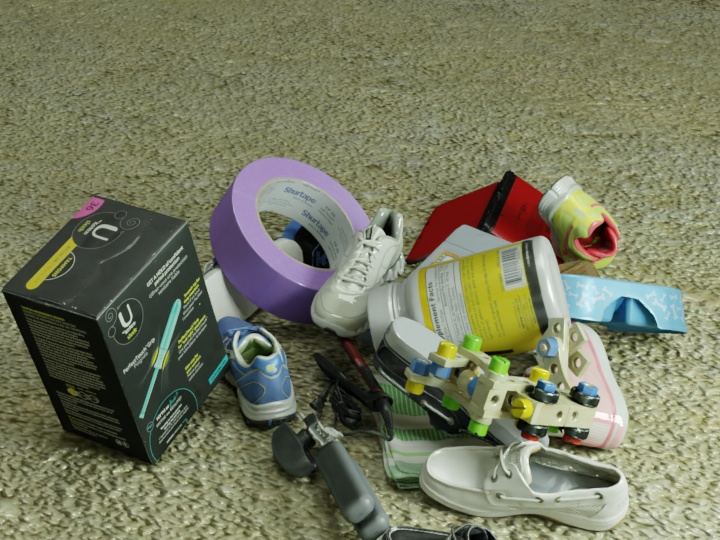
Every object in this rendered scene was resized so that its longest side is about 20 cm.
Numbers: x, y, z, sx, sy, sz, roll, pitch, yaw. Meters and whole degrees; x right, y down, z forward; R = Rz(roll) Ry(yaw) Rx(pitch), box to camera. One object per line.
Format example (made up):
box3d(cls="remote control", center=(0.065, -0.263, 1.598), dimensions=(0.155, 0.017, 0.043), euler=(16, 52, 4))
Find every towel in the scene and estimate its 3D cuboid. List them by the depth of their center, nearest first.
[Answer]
box3d(cls="towel", center=(0.088, 0.157, 1.470), dimensions=(0.150, 0.024, 0.200), euler=(-2, 25, -8))

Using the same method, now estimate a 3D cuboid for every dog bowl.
box3d(cls="dog bowl", center=(0.276, 0.038, 1.613), dimensions=(0.197, 0.050, 0.111), euler=(7, -5, -21))

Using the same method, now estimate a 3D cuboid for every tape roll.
box3d(cls="tape roll", center=(-0.078, -0.037, 1.707), dimensions=(0.198, 0.066, 0.202), euler=(22, 42, -21))

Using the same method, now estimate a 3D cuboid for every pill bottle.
box3d(cls="pill bottle", center=(0.113, 0.042, 1.505), dimensions=(0.197, 0.116, 0.115), euler=(-14, 22, 14))

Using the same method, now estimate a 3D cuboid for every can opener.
box3d(cls="can opener", center=(-0.028, 0.196, 1.359), dimensions=(0.066, 0.053, 0.200), euler=(-41, 28, -3))

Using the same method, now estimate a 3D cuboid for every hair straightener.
box3d(cls="hair straightener", center=(-0.013, 0.134, 1.495), dimensions=(0.077, 0.041, 0.200), euler=(-39, 30, -1))

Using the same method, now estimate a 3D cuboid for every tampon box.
box3d(cls="tampon box", center=(-0.237, 0.058, 1.423), dimensions=(0.125, 0.202, 0.150), euler=(15, 47, 28))

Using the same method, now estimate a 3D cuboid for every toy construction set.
box3d(cls="toy construction set", center=(0.151, 0.107, 1.359), dimensions=(0.198, 0.093, 0.131), euler=(-10, 25, -38))

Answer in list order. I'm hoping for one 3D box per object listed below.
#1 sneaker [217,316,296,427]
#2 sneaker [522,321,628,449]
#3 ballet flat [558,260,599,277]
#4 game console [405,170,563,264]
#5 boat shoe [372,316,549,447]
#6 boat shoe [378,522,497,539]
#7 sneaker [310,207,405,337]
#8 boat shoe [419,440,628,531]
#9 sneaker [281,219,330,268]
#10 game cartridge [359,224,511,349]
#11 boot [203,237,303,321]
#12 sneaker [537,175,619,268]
box3d(cls="sneaker", center=(-0.114, 0.090, 1.544), dimensions=(0.075, 0.078, 0.200), euler=(-11, 26, -20))
box3d(cls="sneaker", center=(0.202, 0.110, 1.497), dimensions=(0.103, 0.076, 0.201), euler=(9, 27, -14))
box3d(cls="ballet flat", center=(0.205, 0.033, 1.703), dimensions=(0.197, 0.068, 0.073), euler=(-5, 40, -23))
box3d(cls="game console", center=(0.176, -0.040, 1.897), dimensions=(0.171, 0.119, 0.200), euler=(35, 29, -2))
box3d(cls="boat shoe", center=(0.096, 0.131, 1.428), dimensions=(0.199, 0.068, 0.072), euler=(36, 28, 14))
box3d(cls="boat shoe", center=(0.099, 0.249, 1.222), dimensions=(0.198, 0.067, 0.070), euler=(19, 30, 36))
box3d(cls="sneaker", center=(0.000, 0.000, 1.611), dimensions=(0.074, 0.082, 0.201), euler=(20, 37, 8))
box3d(cls="boat shoe", center=(0.152, 0.187, 1.333), dimensions=(0.197, 0.070, 0.071), euler=(5, 49, 12))
box3d(cls="sneaker", center=(-0.046, -0.058, 1.879), dimensions=(0.077, 0.071, 0.201), euler=(9, 32, 9))
box3d(cls="game cartridge", center=(0.109, 0.033, 1.633), dimensions=(0.132, 0.042, 0.200), euler=(20, 55, 43))
box3d(cls="boot", center=(-0.161, 0.016, 1.729), dimensions=(0.089, 0.074, 0.199), euler=(1, 19, 38))
box3d(cls="sneaker", center=(0.283, -0.038, 1.761), dimensions=(0.090, 0.078, 0.200), euler=(43, 3, 31))
